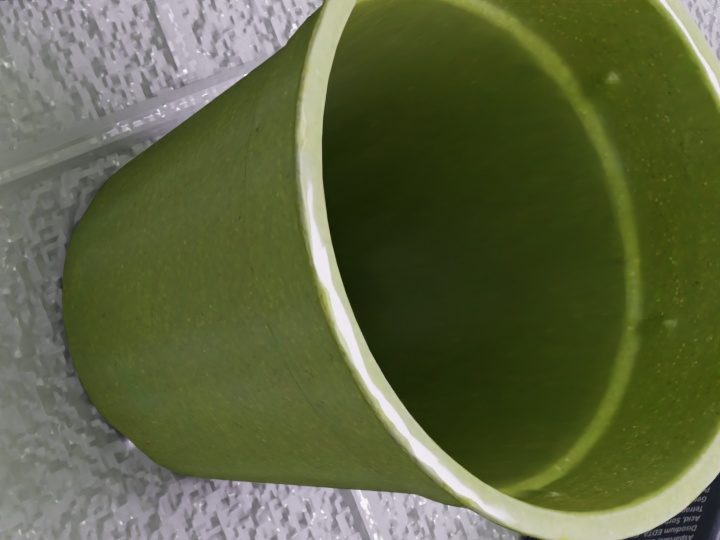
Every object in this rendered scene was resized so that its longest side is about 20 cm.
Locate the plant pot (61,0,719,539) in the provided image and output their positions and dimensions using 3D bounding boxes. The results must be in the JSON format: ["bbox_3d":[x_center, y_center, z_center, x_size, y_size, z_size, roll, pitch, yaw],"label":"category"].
[{"bbox_3d":[0.000,0.000,0.691,0.200,0.190,0.201,12,70,-38],"label":"plant pot"}]

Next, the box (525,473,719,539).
[{"bbox_3d":[0.145,0.152,0.834,0.148,0.107,0.200,43,54,-25],"label":"box"}]
